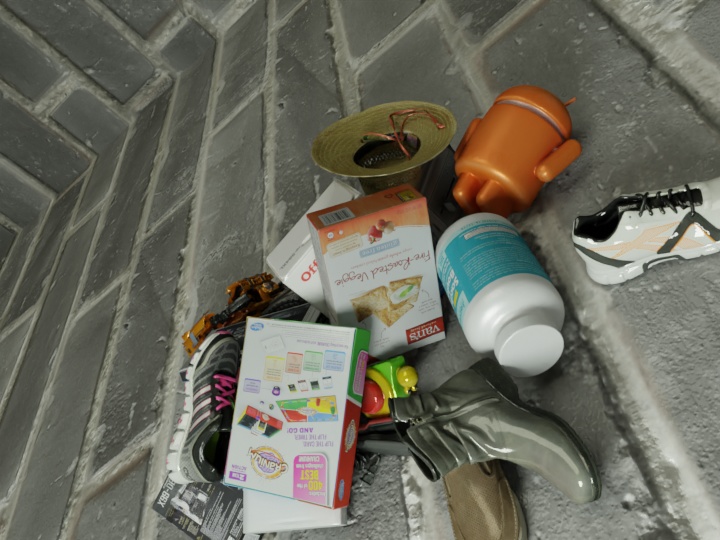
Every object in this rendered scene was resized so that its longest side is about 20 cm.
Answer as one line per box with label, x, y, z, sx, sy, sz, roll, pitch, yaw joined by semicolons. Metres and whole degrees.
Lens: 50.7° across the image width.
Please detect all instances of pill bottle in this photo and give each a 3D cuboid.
pill bottle;0.157;0.028;0.851;0.111;0.111;0.200;-40;31;15

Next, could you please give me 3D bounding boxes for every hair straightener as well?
hair straightener;-0.003;0.217;0.907;0.199;0.041;0.077;-13;53;35

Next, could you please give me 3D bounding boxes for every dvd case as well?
dvd case;-0.148;0.099;1.100;0.199;0.025;0.150;-16;15;12

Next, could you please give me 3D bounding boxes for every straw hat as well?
straw hat;0.039;-0.142;1.010;0.200;0.085;0.201;-8;38;6

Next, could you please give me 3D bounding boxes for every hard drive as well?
hard drive;-0.083;0.210;0.926;0.131;0.026;0.201;-12;65;21

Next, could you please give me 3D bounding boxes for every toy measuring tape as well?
toy measuring tape;0.002;0.159;0.954;0.200;0.073;0.074;-24;39;44

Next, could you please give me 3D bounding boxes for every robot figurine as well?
robot figurine;0.202;-0.156;0.993;0.200;0.116;0.144;-57;11;-11
robot figurine;-0.207;0.071;1.251;0.200;0.058;0.145;-42;-13;34

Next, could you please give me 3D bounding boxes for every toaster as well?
toaster;0.061;-0.102;1.112;0.199;0.114;0.130;-9;52;41

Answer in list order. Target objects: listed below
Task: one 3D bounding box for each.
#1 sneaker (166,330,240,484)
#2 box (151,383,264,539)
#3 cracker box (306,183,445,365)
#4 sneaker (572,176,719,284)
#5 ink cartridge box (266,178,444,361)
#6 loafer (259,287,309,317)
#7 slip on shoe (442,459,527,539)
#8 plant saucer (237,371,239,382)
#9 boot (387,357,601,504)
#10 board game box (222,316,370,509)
sneaker;-0.180;0.179;0.972;0.087;0.074;0.201;5;74;33
box;-0.170;0.260;1.002;0.157;0.050;0.201;18;78;36
cracker box;0.022;0.010;0.921;0.133;0.201;0.058;-18;30;-12
sneaker;0.310;-0.051;0.775;0.200;0.080;0.074;-28;35;30
ink cartridge box;0.000;0.000;0.995;0.146;0.200;0.084;-49;31;0
loafer;-0.075;0.038;1.189;0.200;0.073;0.071;-34;22;20
slip on shoe;0.111;0.209;0.761;0.076;0.061;0.200;-34;34;24
plant saucer;-0.145;0.182;1.128;0.200;0.051;0.201;-33;34;26
boot;0.118;0.171;0.719;0.130;0.068;0.200;-22;36;-20
board game box;-0.075;0.160;0.885;0.152;0.040;0.201;4;82;27
